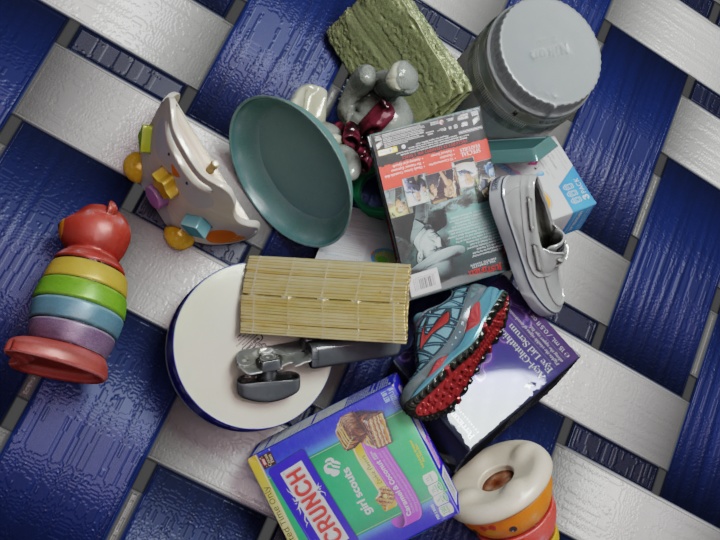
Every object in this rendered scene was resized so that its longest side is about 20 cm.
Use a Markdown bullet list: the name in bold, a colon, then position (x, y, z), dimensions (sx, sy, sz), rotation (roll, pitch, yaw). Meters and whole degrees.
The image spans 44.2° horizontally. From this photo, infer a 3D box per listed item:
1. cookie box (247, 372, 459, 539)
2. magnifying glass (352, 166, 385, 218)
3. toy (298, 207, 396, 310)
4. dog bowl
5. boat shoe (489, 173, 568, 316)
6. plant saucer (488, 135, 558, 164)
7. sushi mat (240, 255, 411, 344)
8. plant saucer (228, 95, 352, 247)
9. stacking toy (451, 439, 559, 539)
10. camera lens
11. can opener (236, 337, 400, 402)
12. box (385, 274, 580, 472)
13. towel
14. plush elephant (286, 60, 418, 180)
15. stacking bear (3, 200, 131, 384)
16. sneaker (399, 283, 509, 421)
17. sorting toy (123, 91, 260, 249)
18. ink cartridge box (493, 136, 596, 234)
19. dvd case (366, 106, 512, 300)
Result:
- **cookie box**: position (-0.008, 0.246, 1.054), dimensions (0.198, 0.075, 0.173), rotation (-28, 90, 7)
- **magnifying glass**: position (0.071, -0.081, 1.143), dimensions (0.199, 0.022, 0.080), rotation (31, 72, 31)
- **toy**: position (0.000, 0.000, 1.113), dimensions (0.114, 0.048, 0.201), rotation (13, 39, 5)
- **dog bowl**: position (-0.134, 0.094, 1.077), dimensions (0.197, 0.079, 0.203), rotation (3, 80, -17)
- **boat shoe**: position (0.216, -0.026, 1.066), dimensions (0.201, 0.065, 0.074), rotation (59, 41, -31)
- **plant saucer**: position (0.151, -0.154, 1.151), dimensions (0.070, 0.198, 0.019), rotation (-36, 121, -48)
- **sushi mat**: position (-0.041, 0.033, 1.022), dimensions (0.197, 0.012, 0.097), rotation (3, 74, 9)
- **plant saucer**: position (-0.078, -0.124, 1.078), dimensions (0.036, 0.200, 0.201), rotation (-39, 93, -36)
- **stacking toy**: position (0.210, 0.334, 1.136), dimensions (0.146, 0.146, 0.201), rotation (-35, 108, -20)
- **camera lens**: position (0.205, -0.248, 1.178), dimensions (0.158, 0.200, 0.162), rotation (4, 75, -17)
- **can opener**: position (-0.050, 0.107, 1.043), dimensions (0.198, 0.053, 0.068), rotation (-7, 115, -20)
- **box**: position (0.151, 0.131, 1.128), dimensions (0.199, 0.105, 0.148), rotation (-36, 72, -21)
- **towel**: position (0.049, -0.276, 1.170), dimensions (0.201, 0.148, 0.036), rotation (54, 43, 0)
- **plush elephant**: position (-0.008, -0.165, 1.113), dimensions (0.155, 0.199, 0.165), rotation (-44, 130, -16)
- **stacking bear**: position (-0.320, 0.018, 1.019), dimensions (0.112, 0.121, 0.202), rotation (15, 69, -13)
- **sneaker**: position (0.095, 0.092, 1.051), dimensions (0.095, 0.080, 0.200), rotation (20, 52, 31)
- **sorting toy**: position (-0.200, -0.120, 1.039), dimensions (0.106, 0.180, 0.201), rotation (-33, 91, -20)
- **ink cartridge box**: position (0.189, -0.086, 1.157), dimensions (0.198, 0.068, 0.116), rotation (-20, 67, -18)
- **dvd case**: position (0.097, -0.080, 1.059), dimensions (0.144, 0.022, 0.202), rotation (-16, 98, -12)
